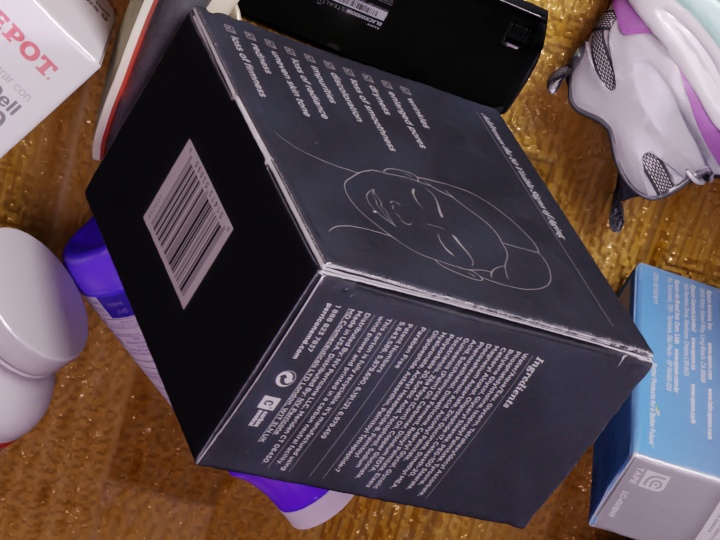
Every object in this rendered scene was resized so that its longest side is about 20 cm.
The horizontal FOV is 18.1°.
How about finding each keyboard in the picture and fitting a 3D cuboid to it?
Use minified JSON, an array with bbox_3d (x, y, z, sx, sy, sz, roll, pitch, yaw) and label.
[{"bbox_3d":[0.004,-0.155,1.144,0.199,0.040,0.104,21,136,-10],"label":"keyboard"}]

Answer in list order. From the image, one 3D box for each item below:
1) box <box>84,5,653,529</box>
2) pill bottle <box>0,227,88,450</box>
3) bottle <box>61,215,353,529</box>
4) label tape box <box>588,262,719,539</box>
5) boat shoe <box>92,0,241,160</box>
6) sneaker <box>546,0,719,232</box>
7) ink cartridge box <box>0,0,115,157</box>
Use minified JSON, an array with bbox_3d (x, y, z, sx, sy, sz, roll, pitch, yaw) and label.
[{"bbox_3d":[0.000,0.000,1.077,0.196,0.200,0.124,14,123,-34],"label":"box"},{"bbox_3d":[-0.238,0.061,1.175,0.200,0.113,0.113,-33,110,26],"label":"pill bottle"},{"bbox_3d":[-0.074,0.050,1.201,0.065,0.083,0.200,-45,111,-23],"label":"bottle"},{"bbox_3d":[0.223,0.091,1.179,0.199,0.144,0.066,19,132,-9],"label":"label tape box"},{"bbox_3d":[-0.084,-0.125,1.116,0.062,0.071,0.201,16,129,-13],"label":"boat shoe"},{"bbox_3d":[0.185,-0.062,1.161,0.200,0.078,0.140,37,114,-11],"label":"sneaker"},{"bbox_3d":[-0.243,-0.104,1.132,0.200,0.084,0.146,-40,109,16],"label":"ink cartridge box"}]
